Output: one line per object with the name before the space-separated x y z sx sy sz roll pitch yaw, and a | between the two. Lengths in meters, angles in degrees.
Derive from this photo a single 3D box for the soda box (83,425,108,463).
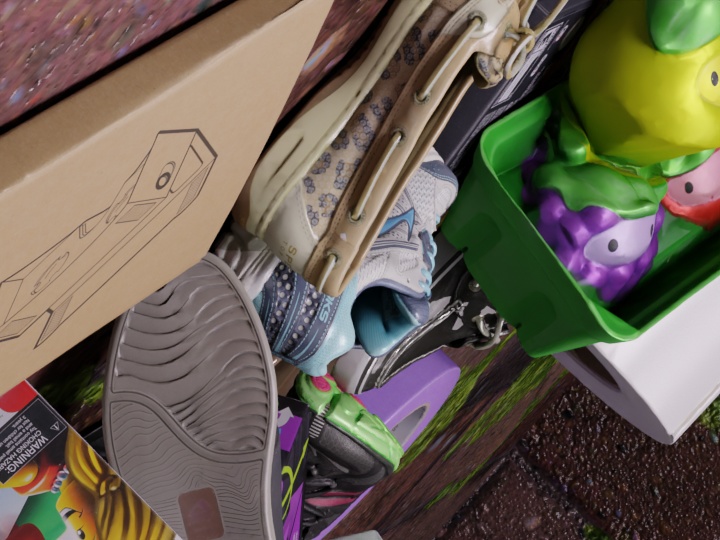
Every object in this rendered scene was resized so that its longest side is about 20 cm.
soda box | -0.159 0.169 1.061 0.200 0.071 0.063 -52 168 28

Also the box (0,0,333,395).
box | -0.099 -0.016 0.759 0.200 0.021 0.164 -36 165 -43

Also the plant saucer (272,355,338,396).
plant saucer | -0.068 0.080 1.216 0.200 0.029 0.200 -44 169 -11

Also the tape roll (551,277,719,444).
tape roll | 0.172 -0.007 1.381 0.139 0.203 0.203 -46 170 -5

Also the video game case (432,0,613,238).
video game case | 0.077 -0.086 1.190 0.200 0.025 0.181 -54 167 30

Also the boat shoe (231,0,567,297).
boat shoe | 0.031 -0.079 0.928 0.200 0.063 0.073 -48 169 4

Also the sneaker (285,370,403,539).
sneaker | -0.030 0.117 1.221 0.084 0.077 0.200 -47 169 -21

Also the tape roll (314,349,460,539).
tape roll | -0.024 0.117 1.428 0.200 0.066 0.200 -45 170 -10

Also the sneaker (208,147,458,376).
sneaker | 0.000 0.000 1.031 0.078 0.086 0.200 -53 168 33

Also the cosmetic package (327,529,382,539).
cosmetic package | -0.057 0.280 1.249 0.198 0.167 0.168 -12 119 -10

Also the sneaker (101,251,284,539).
sneaker | -0.073 0.087 0.944 0.074 0.202 0.106 -7 -173 -7

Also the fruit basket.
fruit basket | 0.159 -0.068 1.156 0.215 0.156 0.216 -35 176 -3

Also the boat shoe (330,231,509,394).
boat shoe | 0.066 0.008 1.240 0.200 0.064 0.071 -44 169 -19

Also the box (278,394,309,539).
box | -0.072 0.182 1.100 0.143 0.036 0.201 95 14 -52

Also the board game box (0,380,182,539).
board game box | -0.163 0.153 0.838 0.200 0.126 0.035 -43 170 -21
